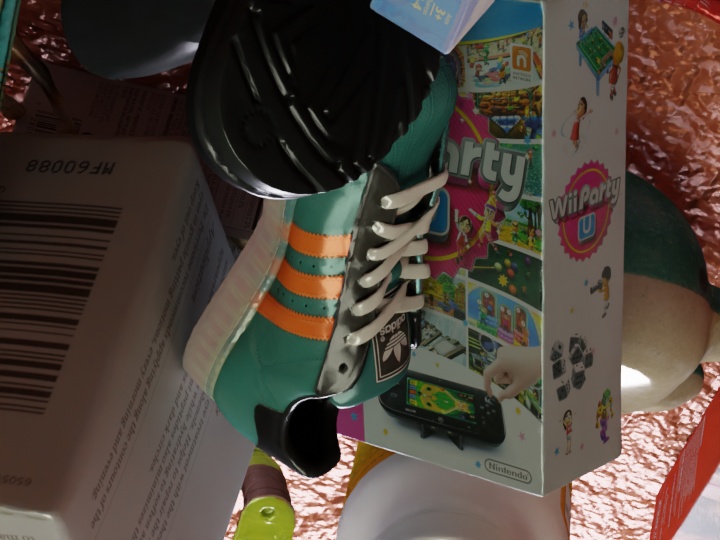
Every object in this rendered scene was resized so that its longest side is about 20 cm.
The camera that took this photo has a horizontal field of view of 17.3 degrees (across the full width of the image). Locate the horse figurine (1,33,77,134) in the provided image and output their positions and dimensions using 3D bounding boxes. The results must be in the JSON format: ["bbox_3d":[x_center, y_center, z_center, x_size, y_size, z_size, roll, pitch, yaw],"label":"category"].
[{"bbox_3d":[-0.201,-0.121,1.039,0.198,0.050,0.133,5,130,20],"label":"horse figurine"}]

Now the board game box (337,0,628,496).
[{"bbox_3d":[0.034,-0.025,0.966,0.147,0.064,0.202,13,112,39],"label":"board game box"}]

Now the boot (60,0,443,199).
[{"bbox_3d":[-0.047,-0.089,0.848,0.167,0.201,0.077,-11,126,42],"label":"boot"}]

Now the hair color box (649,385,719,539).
[{"bbox_3d":[0.225,0.102,1.187,0.110,0.064,0.201,16,141,-2],"label":"hair color box"}]

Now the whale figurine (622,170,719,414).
[{"bbox_3d":[0.107,0.013,1.102,0.158,0.105,0.200,-3,164,20],"label":"whale figurine"}]

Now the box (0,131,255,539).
[{"bbox_3d":[-0.165,0.066,1.016,0.198,0.200,0.172,3,141,18],"label":"box"}]

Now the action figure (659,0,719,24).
[{"bbox_3d":[0.079,-0.156,0.917,0.199,0.052,0.065,24,137,-14],"label":"action figure"}]

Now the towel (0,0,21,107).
[{"bbox_3d":[-0.212,-0.103,0.960,0.145,0.202,0.022,9,171,4],"label":"towel"}]

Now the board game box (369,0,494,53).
[{"bbox_3d":[0.082,-0.182,0.760,0.036,0.200,0.152,34,144,9],"label":"board game box"}]

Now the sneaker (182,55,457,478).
[{"bbox_3d":[0.000,0.000,0.917,0.080,0.071,0.201,46,135,18],"label":"sneaker"}]

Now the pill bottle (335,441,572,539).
[{"bbox_3d":[0.046,0.120,1.133,0.110,0.200,0.112,2,110,5],"label":"pill bottle"}]

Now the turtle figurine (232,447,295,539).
[{"bbox_3d":[-0.065,0.067,1.176,0.199,0.162,0.064,26,122,-25],"label":"turtle figurine"}]

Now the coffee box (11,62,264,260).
[{"bbox_3d":[-0.068,-0.013,1.115,0.198,0.080,0.115,13,142,0],"label":"coffee box"}]
